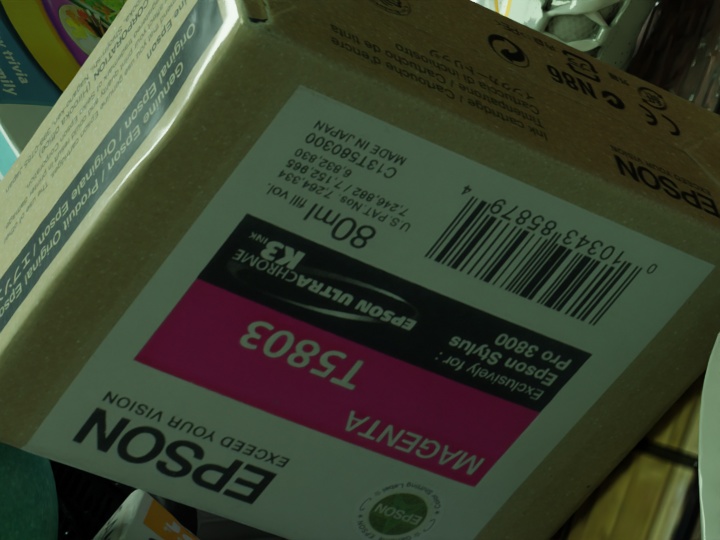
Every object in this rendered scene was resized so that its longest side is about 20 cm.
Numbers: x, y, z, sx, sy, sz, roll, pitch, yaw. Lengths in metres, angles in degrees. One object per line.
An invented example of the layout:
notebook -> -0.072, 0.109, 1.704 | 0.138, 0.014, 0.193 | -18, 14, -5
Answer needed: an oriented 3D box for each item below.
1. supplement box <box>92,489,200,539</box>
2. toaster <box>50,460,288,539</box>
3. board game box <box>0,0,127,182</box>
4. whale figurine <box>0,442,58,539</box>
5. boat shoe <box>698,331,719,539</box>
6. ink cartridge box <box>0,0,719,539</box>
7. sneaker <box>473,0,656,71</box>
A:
supplement box -> -0.087, 0.188, 0.828 | 0.200, 0.126, 0.074 | -50, 5, 12
toaster -> -0.127, 0.098, 0.938 | 0.181, 0.119, 0.201 | 34, 105, 27
board game box -> -0.078, -0.059, 0.907 | 0.047, 0.200, 0.151 | -51, 59, 29
whale figurine -> -0.159, 0.047, 0.823 | 0.103, 0.159, 0.200 | -27, 45, -1
boat shoe -> 0.115, 0.088, 0.664 | 0.060, 0.074, 0.200 | -6, 38, 14
ink cartridge box -> 0.000, 0.000, 0.778 | 0.165, 0.199, 0.075 | -52, 33, 28
sneaker -> 0.066, -0.094, 0.844 | 0.092, 0.075, 0.201 | 164, 123, -72
